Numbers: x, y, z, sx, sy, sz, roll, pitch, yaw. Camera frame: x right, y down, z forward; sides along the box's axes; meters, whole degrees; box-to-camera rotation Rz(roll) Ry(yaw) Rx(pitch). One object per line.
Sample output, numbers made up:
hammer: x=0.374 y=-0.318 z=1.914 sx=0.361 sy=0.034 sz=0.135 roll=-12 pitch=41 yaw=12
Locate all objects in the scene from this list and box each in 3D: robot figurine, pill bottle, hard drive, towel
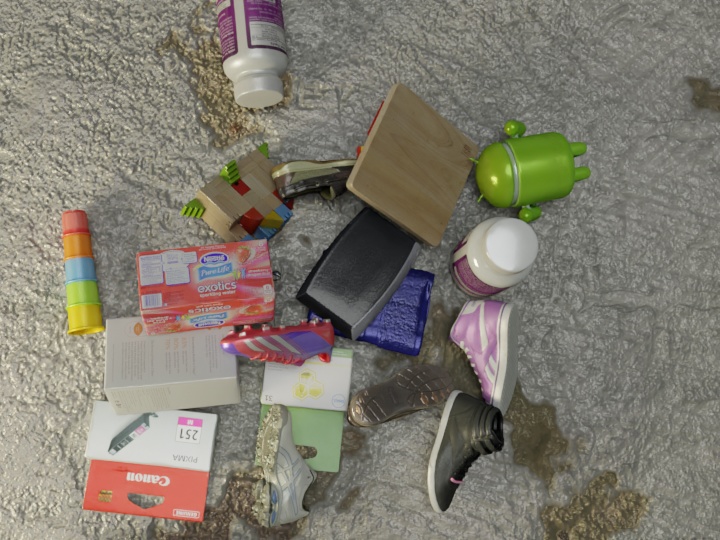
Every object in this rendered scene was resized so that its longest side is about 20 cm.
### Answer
robot figurine: x=0.288 y=-0.172 z=1.479 sx=0.199 sy=0.116 sz=0.176 roll=-11 pitch=94 yaw=-8
pill bottle: x=-0.182 y=-0.385 z=1.464 sx=0.112 sy=0.112 sz=0.201 roll=-6 pitch=82 yaw=-7
pill bottle: x=0.219 y=-0.023 z=1.398 sx=0.112 sy=0.200 sz=0.113 roll=1 pitch=81 yaw=-6
hard drive: x=0.000 y=0.000 z=1.418 sx=0.135 sy=0.042 sz=0.200 roll=37 pitch=74 yaw=3
towel: x=0.017 y=0.054 z=1.454 sx=0.199 sy=0.050 sz=0.148 roll=14 pitch=73 yaw=-3

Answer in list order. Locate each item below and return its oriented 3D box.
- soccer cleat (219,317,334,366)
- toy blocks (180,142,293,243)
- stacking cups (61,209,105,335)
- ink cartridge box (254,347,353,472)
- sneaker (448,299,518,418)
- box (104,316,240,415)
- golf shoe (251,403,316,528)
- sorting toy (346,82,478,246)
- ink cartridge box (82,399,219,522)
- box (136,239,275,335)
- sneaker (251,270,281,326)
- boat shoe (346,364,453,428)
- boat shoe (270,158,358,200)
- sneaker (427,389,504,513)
soccer cleat: x=-0.124 y=0.119 z=1.341 sx=0.199 sy=0.067 sz=0.077 roll=-6 pitch=94 yaw=-38
toy blocks: x=-0.175 y=-0.107 z=1.416 sx=0.137 sy=0.100 sz=0.200 roll=43 pitch=48 yaw=2
stacking cups: x=-0.460 y=0.003 z=1.404 sx=0.060 sy=0.061 sz=0.201 roll=-11 pitch=79 yaw=-8
ink cartridge box: x=-0.093 y=0.223 z=1.413 sx=0.145 sy=0.048 sz=0.201 roll=7 pitch=78 yaw=-6
sneaker: x=0.204 y=0.147 z=1.455 sx=0.114 sy=0.073 sz=0.202 roll=6 pitch=97 yaw=27
box: x=-0.293 y=0.143 z=1.357 sx=0.199 sy=0.098 sz=0.125 roll=-4 pitch=57 yaw=-7
golf shoe: x=-0.117 y=0.308 z=1.380 sx=0.097 sy=0.078 sz=0.201 roll=2 pitch=101 yaw=-25
sorting toy: x=0.077 y=-0.173 z=1.449 sx=0.200 sy=0.069 sz=0.199 roll=33 pitch=73 yaw=-30
ink cartridge box: x=-0.337 y=0.305 z=1.376 sx=0.199 sy=0.044 sz=0.174 roll=8 pitch=79 yaw=-5
box: x=-0.235 y=0.025 z=1.318 sx=0.199 sy=0.095 sz=0.103 roll=-7 pitch=64 yaw=-11
sneaker: x=-0.230 y=0.007 z=1.420 sx=0.199 sy=0.075 sz=0.114 roll=24 pitch=74 yaw=-3
boat shoe: x=0.061 y=0.207 z=1.421 sx=0.199 sy=0.073 sz=0.075 roll=-11 pitch=73 yaw=-29
boat shoe: x=-0.055 y=-0.149 z=1.446 sx=0.199 sy=0.073 sz=0.065 roll=-6 pitch=82 yaw=-25
sneaker: x=0.174 y=0.300 z=1.396 sx=0.099 sy=0.071 sz=0.201 roll=7 pitch=78 yaw=34
